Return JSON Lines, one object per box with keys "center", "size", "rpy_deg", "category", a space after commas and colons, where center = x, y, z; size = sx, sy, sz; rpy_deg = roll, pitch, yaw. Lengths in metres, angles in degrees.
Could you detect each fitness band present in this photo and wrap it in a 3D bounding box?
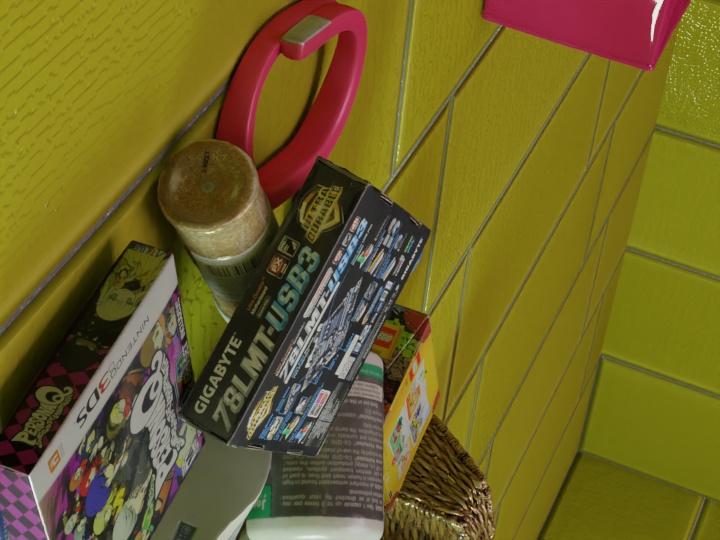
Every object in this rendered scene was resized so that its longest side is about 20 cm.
{"center": [-0.050, -0.123, 1.198], "size": [0.200, 0.037, 0.144], "rpy_deg": [-44, 152, -57], "category": "fitness band"}

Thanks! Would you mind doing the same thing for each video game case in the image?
{"center": [-0.159, 0.113, 1.025], "size": [0.200, 0.036, 0.182], "rpy_deg": [88, 24, -47], "category": "video game case"}

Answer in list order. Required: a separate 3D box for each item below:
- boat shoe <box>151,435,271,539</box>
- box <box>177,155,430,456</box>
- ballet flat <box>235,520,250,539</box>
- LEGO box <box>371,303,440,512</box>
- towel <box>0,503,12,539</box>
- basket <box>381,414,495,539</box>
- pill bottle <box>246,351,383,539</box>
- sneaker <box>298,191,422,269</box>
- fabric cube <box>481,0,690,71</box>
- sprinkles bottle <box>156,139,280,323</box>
{"center": [-0.132, 0.204, 1.261], "size": [0.201, 0.070, 0.072], "rpy_deg": [-62, 179, -28], "category": "boat shoe"}
{"center": [-0.032, 0.033, 1.158], "size": [0.200, 0.050, 0.198], "rpy_deg": [-63, 162, 0], "category": "box"}
{"center": [-0.089, 0.215, 1.393], "size": [0.068, 0.072, 0.200], "rpy_deg": [95, 20, -47], "category": "ballet flat"}
{"center": [0.016, 0.138, 1.662], "size": [0.200, 0.077, 0.149], "rpy_deg": [78, 34, -62], "category": "LEGO box"}
{"center": [-0.202, 0.149, 1.023], "size": [0.200, 0.024, 0.145], "rpy_deg": [-56, 156, -49], "category": "towel"}
{"center": [0.110, 0.304, 2.074], "size": [0.200, 0.142, 0.149], "rpy_deg": [92, 23, -48], "category": "basket"}
{"center": [-0.037, 0.168, 1.329], "size": [0.113, 0.113, 0.201], "rpy_deg": [51, 38, -73], "category": "pill bottle"}
{"center": [0.000, 0.000, 1.383], "size": [0.200, 0.105, 0.076], "rpy_deg": [77, 35, -63], "category": "sneaker"}
{"center": [0.258, -0.362, 1.683], "size": [0.200, 0.196, 0.200], "rpy_deg": [94, 21, -44], "category": "fabric cube"}
{"center": [-0.085, -0.018, 1.128], "size": [0.200, 0.068, 0.068], "rpy_deg": [72, 40, -66], "category": "sprinkles bottle"}
